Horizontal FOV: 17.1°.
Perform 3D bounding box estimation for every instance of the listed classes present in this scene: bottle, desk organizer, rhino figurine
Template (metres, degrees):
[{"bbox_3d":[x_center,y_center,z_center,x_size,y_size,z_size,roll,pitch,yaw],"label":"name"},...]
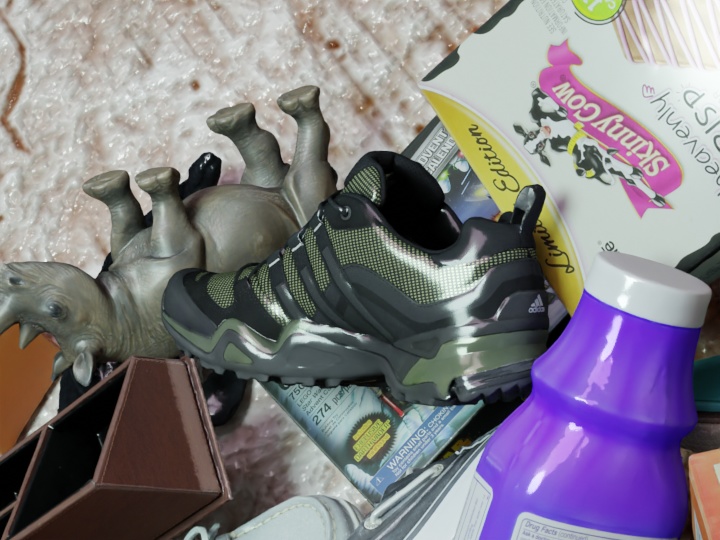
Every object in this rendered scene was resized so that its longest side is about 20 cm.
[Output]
[{"bbox_3d":[0.082,0.094,0.924,0.065,0.083,0.201,-137,61,-64],"label":"bottle"},{"bbox_3d":[-0.156,0.110,1.070,0.200,0.077,0.072,-36,61,34],"label":"desk organizer"},{"bbox_3d":[-0.089,-0.006,1.100,0.200,0.088,0.060,-30,20,-27],"label":"rhino figurine"}]

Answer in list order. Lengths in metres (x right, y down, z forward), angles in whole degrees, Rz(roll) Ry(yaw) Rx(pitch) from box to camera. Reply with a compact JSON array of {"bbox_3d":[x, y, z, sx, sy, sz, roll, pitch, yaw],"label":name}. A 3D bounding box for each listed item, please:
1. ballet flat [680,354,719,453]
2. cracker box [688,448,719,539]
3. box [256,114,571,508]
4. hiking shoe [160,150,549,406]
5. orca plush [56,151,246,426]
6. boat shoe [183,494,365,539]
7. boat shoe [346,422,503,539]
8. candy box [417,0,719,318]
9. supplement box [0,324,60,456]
[{"bbox_3d":[0.203,0.057,0.928,0.199,0.063,0.067,-12,16,29],"label":"ballet flat"},{"bbox_3d":[0.225,0.111,0.828,0.199,0.058,0.134,-12,48,2],"label":"cracker box"},{"bbox_3d":[0.048,0.004,1.074,0.200,0.040,0.137,-47,48,0],"label":"box"},{"bbox_3d":[0.000,0.000,1.009,0.199,0.076,0.101,6,91,37],"label":"hiking shoe"},{"bbox_3d":[-0.108,0.030,1.138,0.105,0.071,0.201,5,66,35],"label":"orca plush"},{"bbox_3d":[-0.081,0.166,1.043,0.202,0.065,0.075,-37,50,9],"label":"boat shoe"},{"bbox_3d":[0.036,0.108,0.991,0.200,0.072,0.068,-47,41,-13],"label":"boat shoe"},{"bbox_3d":[0.137,-0.082,0.954,0.200,0.061,0.137,-42,73,28],"label":"candy box"},{"bbox_3d":[-0.246,0.029,1.231,0.200,0.069,0.067,17,71,41],"label":"supplement box"}]
